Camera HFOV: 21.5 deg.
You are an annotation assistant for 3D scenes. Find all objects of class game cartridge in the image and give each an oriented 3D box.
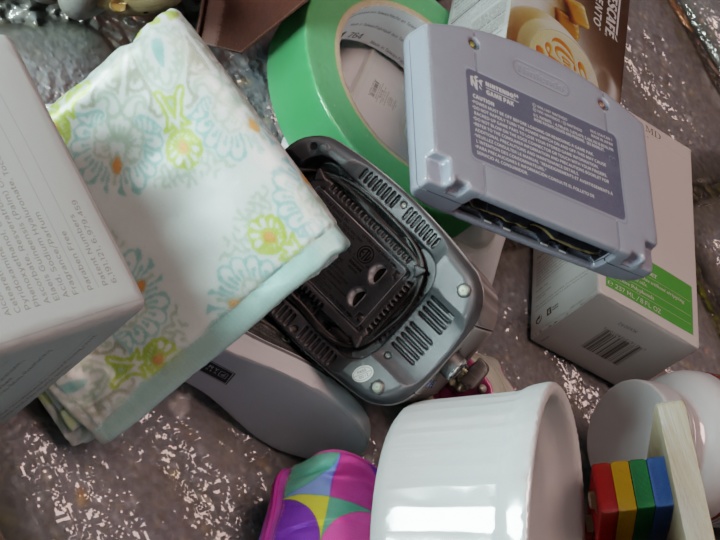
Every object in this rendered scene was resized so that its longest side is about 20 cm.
[{"bbox_3d":[0.109,-0.081,1.227,0.199,0.041,0.134,20,58,-34],"label":"game cartridge"}]

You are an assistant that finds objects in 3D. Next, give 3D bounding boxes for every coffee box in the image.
[{"bbox_3d":[0.125,-0.151,1.373,0.114,0.080,0.201,35,44,-23],"label":"coffee box"}]

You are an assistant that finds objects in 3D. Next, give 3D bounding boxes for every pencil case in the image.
[{"bbox_3d":[-0.031,0.200,1.092,0.088,0.088,0.201,35,42,-21],"label":"pencil case"}]

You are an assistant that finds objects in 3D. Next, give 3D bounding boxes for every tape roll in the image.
[{"bbox_3d":[0.026,-0.117,1.353,0.199,0.048,0.202,25,47,-30],"label":"tape roll"}]

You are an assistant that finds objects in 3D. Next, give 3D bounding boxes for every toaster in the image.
[{"bbox_3d":[0.000,0.000,1.202,0.200,0.114,0.129,43,4,16],"label":"toaster"}]

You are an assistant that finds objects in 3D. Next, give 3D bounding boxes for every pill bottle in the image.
[{"bbox_3d":[0.264,0.133,1.402,0.199,0.112,0.113,12,55,-39],"label":"pill bottle"}]

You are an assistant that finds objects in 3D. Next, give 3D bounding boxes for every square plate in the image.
[{"bbox_3d":[0.047,-0.092,1.414,0.198,0.028,0.201,41,41,-16],"label":"square plate"}]

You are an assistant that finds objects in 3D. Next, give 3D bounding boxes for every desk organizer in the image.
[{"bbox_3d":[-0.056,-0.233,1.343,0.076,0.072,0.201,15,42,-1],"label":"desk organizer"}]

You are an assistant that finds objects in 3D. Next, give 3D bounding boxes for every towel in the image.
[{"bbox_3d":[-0.131,-0.020,1.076,0.172,0.199,0.048,52,5,-1],"label":"towel"}]

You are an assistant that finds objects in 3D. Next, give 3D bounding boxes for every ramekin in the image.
[{"bbox_3d":[0.073,0.169,1.136,0.200,0.097,0.203,-1,90,-74],"label":"ramekin"}]

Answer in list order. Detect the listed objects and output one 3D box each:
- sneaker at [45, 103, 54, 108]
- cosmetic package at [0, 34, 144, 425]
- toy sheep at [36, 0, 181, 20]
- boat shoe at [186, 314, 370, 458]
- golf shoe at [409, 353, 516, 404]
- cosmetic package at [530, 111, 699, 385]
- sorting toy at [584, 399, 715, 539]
[{"bbox_3d":[-0.127,-0.065,1.143,0.198,0.081,0.084,20,19,2],"label":"sneaker"},{"bbox_3d":[-0.253,0.004,0.945,0.199,0.167,0.167,-18,77,-50],"label":"cosmetic package"},{"bbox_3d":[-0.187,-0.239,1.210,0.200,0.138,0.138,44,40,5],"label":"toy sheep"},{"bbox_3d":[-0.073,0.049,1.169,0.199,0.069,0.057,33,44,-20],"label":"boat shoe"},{"bbox_3d":[0.106,0.142,1.275,0.202,0.075,0.091,67,23,3],"label":"golf shoe"},{"bbox_3d":[0.195,-0.023,1.467,0.107,0.085,0.202,26,48,-26],"label":"cosmetic package"},{"bbox_3d":[0.186,0.221,1.225,0.069,0.199,0.202,-7,57,-1],"label":"sorting toy"}]
